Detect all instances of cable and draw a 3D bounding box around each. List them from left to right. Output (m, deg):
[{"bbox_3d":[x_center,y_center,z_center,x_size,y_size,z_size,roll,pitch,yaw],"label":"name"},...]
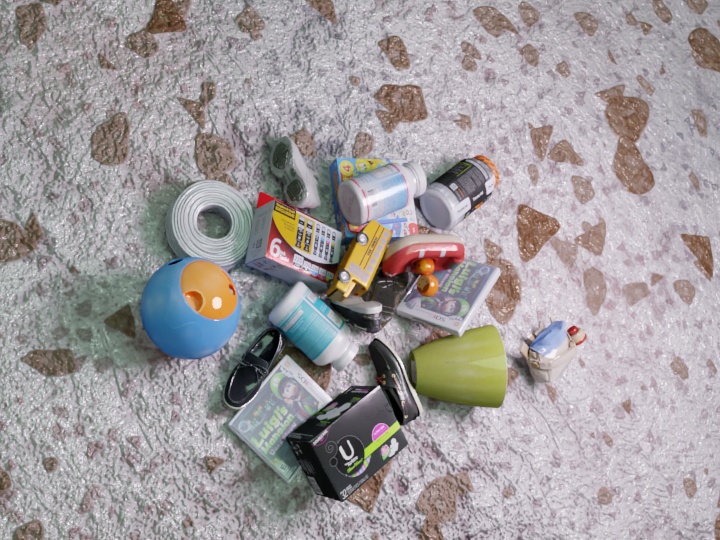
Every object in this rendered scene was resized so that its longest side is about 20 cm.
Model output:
[{"bbox_3d":[-0.326,-0.096,1.628,0.200,0.069,0.200,47,63,-4],"label":"cable"}]

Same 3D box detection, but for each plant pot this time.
[{"bbox_3d":[0.213,0.224,1.714,0.195,0.187,0.192,-2,74,-8],"label":"plant pot"}]

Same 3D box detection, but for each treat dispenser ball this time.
[{"bbox_3d":[-0.339,0.075,1.496,0.196,0.201,0.206,7,71,-21],"label":"treat dispenser ball"}]

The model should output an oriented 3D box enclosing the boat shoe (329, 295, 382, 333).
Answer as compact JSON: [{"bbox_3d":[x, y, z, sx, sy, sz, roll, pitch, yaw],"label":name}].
[{"bbox_3d":[-0.011,0.094,1.645,0.072,0.199,0.062,-8,100,-30],"label":"boat shoe"}]

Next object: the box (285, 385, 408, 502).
[{"bbox_3d":[-0.027,0.357,1.571,0.198,0.124,0.151,-34,101,-29],"label":"box"}]

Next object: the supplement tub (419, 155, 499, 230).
[{"bbox_3d":[0.253,-0.200,1.878,0.199,0.122,0.124,-37,90,-27],"label":"supplement tub"}]

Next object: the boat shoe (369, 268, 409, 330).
[{"bbox_3d":[0.055,0.065,1.741,0.074,0.075,0.201,27,44,3],"label":"boat shoe"}]

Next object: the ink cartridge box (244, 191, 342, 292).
[{"bbox_3d":[-0.142,-0.071,1.657,0.198,0.083,0.180,24,64,-38],"label":"ink cartridge box"}]

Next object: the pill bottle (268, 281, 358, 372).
[{"bbox_3d":[-0.098,0.129,1.634,0.200,0.111,0.111,43,63,-5],"label":"pill bottle"}]

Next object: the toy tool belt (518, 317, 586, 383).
[{"bbox_3d":[0.477,0.176,1.860,0.200,0.124,0.124,-42,101,-28],"label":"toy tool belt"}]

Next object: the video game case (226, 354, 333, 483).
[{"bbox_3d":[-0.157,0.316,1.600,0.182,0.023,0.201,44,63,-5],"label":"video game case"}]

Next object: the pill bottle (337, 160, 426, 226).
[{"bbox_3d":[0.053,-0.184,1.732,0.197,0.109,0.111,-23,84,-27],"label":"pill bottle"}]

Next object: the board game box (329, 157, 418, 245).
[{"bbox_3d":[0.032,-0.167,1.811,0.191,0.056,0.205,-2,75,-24],"label":"board game box"}]

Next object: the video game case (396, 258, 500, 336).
[{"bbox_3d":[0.206,0.049,1.760,0.201,0.179,0.024,-52,140,-27],"label":"video game case"}]

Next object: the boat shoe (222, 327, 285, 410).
[{"bbox_3d":[-0.225,0.202,1.576,0.074,0.063,0.201,30,62,8],"label":"boat shoe"}]

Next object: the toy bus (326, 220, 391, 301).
[{"bbox_3d":[-0.004,-0.016,1.660,0.078,0.065,0.203,34,58,-13],"label":"toy bus"}]

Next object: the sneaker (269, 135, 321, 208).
[{"bbox_3d":[-0.148,-0.221,1.750,0.099,0.077,0.204,21,44,-56],"label":"sneaker"}]

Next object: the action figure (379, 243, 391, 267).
[{"bbox_3d":[0.000,0.000,1.743,0.199,0.065,0.052,-40,113,-29],"label":"action figure"}]

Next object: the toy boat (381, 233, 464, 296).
[{"bbox_3d":[0.146,-0.005,1.711,0.195,0.131,0.134,-2,71,-16],"label":"toy boat"}]

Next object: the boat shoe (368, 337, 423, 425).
[{"bbox_3d":[0.069,0.250,1.688,0.062,0.073,0.205,-25,86,-29],"label":"boat shoe"}]
